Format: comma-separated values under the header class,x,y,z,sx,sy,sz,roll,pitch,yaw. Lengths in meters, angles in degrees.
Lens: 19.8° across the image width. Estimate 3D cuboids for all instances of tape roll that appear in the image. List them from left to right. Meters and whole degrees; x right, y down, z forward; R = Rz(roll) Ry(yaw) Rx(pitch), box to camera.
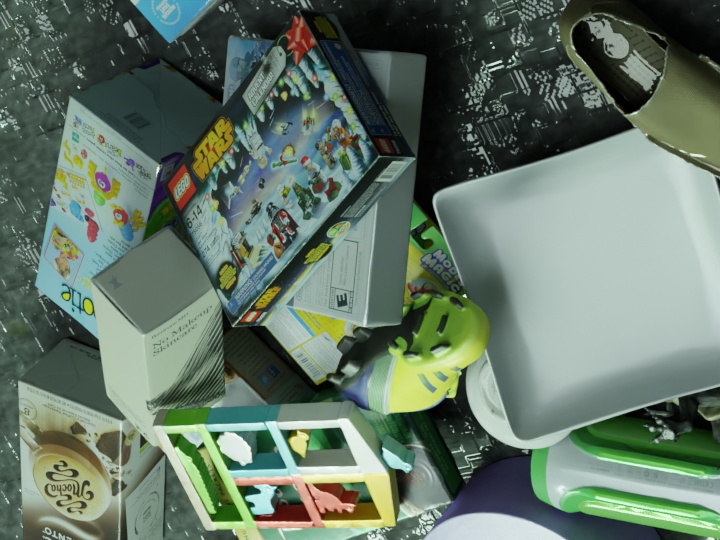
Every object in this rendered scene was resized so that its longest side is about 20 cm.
class,x,y,z,sx,sy,sz,roll,pitch,yaw
tape roll,0.148,0.258,1.689,0.200,0.085,0.200,17,126,24

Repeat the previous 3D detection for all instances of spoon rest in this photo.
class,x,y,z,sx,sy,sz,roll,pitch,yaw
spoon rest,0.126,0.039,1.561,0.099,0.061,0.200,9,108,29

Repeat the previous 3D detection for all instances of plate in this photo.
class,x,y,z,sx,sy,sz,roll,pitch,yaw
plate,0.176,0.005,1.492,0.200,0.032,0.200,-18,99,12

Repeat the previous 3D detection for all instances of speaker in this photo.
class,x,y,z,sx,sy,sz,roll,pitch,yaw
speaker,0.235,0.157,1.568,0.200,0.088,0.088,8,123,28

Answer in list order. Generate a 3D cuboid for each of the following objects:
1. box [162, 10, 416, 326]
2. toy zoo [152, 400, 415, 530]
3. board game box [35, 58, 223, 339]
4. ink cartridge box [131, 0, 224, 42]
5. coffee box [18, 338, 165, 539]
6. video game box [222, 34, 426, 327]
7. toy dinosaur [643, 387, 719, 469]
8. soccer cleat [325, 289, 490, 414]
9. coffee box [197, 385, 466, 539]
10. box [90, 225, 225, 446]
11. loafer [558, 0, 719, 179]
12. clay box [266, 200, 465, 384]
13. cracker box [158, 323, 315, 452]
class,x,y,z,sx,sy,sz,roll,pitch,yaw
box,-0.057,-0.072,1.501,0.200,0.040,0.137,-48,57,35
toy zoo,-0.052,0.156,1.638,0.200,0.020,0.131,-3,133,21
board game box,-0.180,-0.052,1.674,0.105,0.103,0.200,38,132,23
ink cartridge box,-0.165,-0.286,1.549,0.200,0.067,0.116,48,133,-3
coffee box,-0.244,0.178,1.887,0.113,0.080,0.200,19,127,20
video game box,-0.035,-0.069,1.539,0.182,0.047,0.200,12,100,43
toy dinosaur,0.262,0.106,1.516,0.200,0.088,0.047,12,130,26
soccer cleat,0.051,0.065,1.538,0.084,0.065,0.200,29,154,-20
coffee box,-0.027,0.163,1.696,0.200,0.044,0.123,-21,102,26
box,-0.158,0.055,1.636,0.068,0.082,0.200,46,159,20
loafer,0.214,-0.117,1.407,0.200,0.067,0.076,34,113,10
clay box,0.000,0.000,1.608,0.200,0.048,0.115,-32,103,40
cracker box,-0.080,0.157,1.784,0.200,0.058,0.134,43,130,0
